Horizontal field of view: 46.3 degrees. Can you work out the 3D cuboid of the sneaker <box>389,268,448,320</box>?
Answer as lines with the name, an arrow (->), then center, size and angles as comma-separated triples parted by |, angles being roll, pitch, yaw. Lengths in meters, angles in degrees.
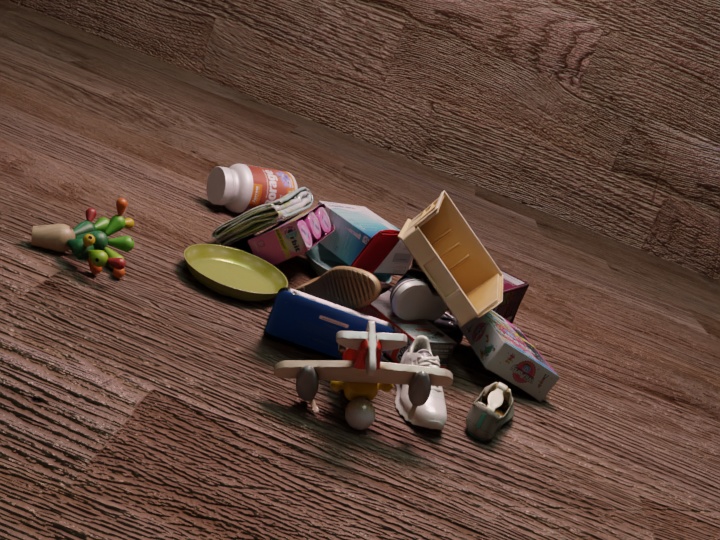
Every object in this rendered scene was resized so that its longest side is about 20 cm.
sneaker -> 0.090, 0.041, 1.516 | 0.079, 0.079, 0.199 | 42, 10, 27

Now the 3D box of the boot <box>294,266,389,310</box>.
boot -> -0.003, 0.027, 1.428 | 0.198, 0.074, 0.165 | -7, 0, 42

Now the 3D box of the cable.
cable -> 0.128, 0.097, 1.679 | 0.199, 0.051, 0.162 | 35, 15, 33

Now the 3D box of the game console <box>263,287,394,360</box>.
game console -> -0.051, 0.082, 1.399 | 0.197, 0.172, 0.119 | 19, 44, -6

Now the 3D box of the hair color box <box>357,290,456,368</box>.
hair color box -> 0.066, 0.107, 1.538 | 0.110, 0.065, 0.199 | 7, 21, -43

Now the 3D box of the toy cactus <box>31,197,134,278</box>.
toy cactus -> -0.457, -0.057, 1.393 | 0.162, 0.104, 0.201 | 4, 31, -18

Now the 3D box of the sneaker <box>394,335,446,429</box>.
sneaker -> 0.099, 0.178, 1.336 | 0.075, 0.082, 0.201 | 17, 19, -16

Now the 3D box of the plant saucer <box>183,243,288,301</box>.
plant saucer -> -0.231, 0.008, 1.540 | 0.197, 0.031, 0.200 | 19, 18, -7

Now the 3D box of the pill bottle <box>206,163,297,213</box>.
pill bottle -> -0.252, -0.185, 1.951 | 0.198, 0.114, 0.112 | 4, 24, -42

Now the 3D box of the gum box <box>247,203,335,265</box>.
gum box -> -0.135, -0.073, 1.722 | 0.112, 0.067, 0.200 | -22, 8, 19

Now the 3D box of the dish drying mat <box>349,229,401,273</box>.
dish drying mat -> 0.000, 0.000, 1.555 | 0.076, 0.201, 0.018 | -2, 46, -52

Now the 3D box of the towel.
towel -> -0.199, -0.111, 1.732 | 0.049, 0.169, 0.200 | 66, 19, -5

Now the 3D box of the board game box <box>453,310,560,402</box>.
board game box -> 0.273, 0.146, 1.600 | 0.146, 0.065, 0.200 | 32, 14, -23

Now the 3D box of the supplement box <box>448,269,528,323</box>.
supplement box -> 0.275, 0.069, 1.809 | 0.085, 0.112, 0.199 | 28, 18, 25

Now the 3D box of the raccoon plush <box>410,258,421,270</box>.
raccoon plush -> 0.204, -0.017, 1.893 | 0.133, 0.201, 0.097 | 31, -12, 29

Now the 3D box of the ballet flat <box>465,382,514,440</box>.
ballet flat -> 0.224, 0.219, 1.385 | 0.067, 0.065, 0.200 | 25, 18, 14

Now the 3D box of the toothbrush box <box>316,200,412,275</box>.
toothbrush box -> 0.004, -0.071, 1.833 | 0.145, 0.086, 0.199 | 3, 25, -44

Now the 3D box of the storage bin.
storage bin -> 0.167, -0.023, 1.535 | 0.201, 0.093, 0.199 | 55, 16, -6

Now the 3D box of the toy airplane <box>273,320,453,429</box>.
toy airplane -> 0.006, 0.154, 1.198 | 0.198, 0.144, 0.198 | -7, -17, 37

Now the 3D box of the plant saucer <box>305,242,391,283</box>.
plant saucer -> -0.031, -0.001, 1.788 | 0.197, 0.036, 0.200 | 19, 17, -6
